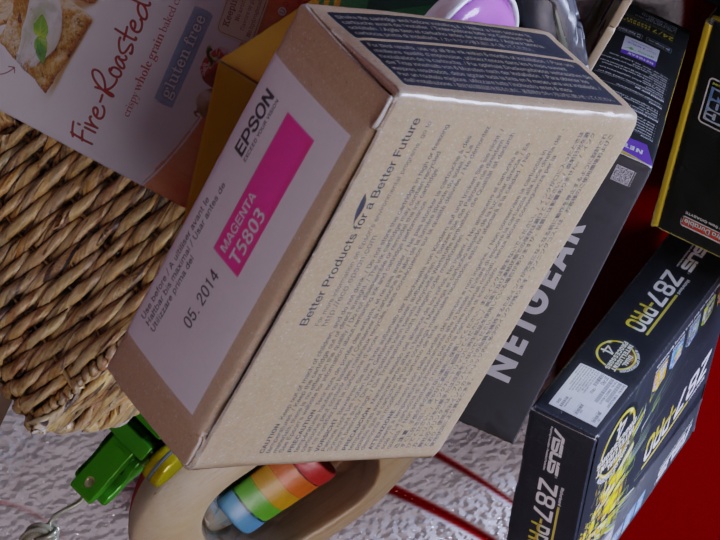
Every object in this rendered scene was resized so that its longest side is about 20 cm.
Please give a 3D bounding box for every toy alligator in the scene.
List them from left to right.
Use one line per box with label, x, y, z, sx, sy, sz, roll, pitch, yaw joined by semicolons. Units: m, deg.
toy alligator;-0.124;0.093;1.680;0.200;0.059;0.054;-49;170;24

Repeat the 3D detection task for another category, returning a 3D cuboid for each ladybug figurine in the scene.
ladybug figurine;-0.056;0.112;1.764;0.200;0.072;0.136;-32;139;7

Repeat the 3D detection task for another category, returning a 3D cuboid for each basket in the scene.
basket;-0.117;-0.030;1.561;0.200;0.149;0.143;-42;165;18

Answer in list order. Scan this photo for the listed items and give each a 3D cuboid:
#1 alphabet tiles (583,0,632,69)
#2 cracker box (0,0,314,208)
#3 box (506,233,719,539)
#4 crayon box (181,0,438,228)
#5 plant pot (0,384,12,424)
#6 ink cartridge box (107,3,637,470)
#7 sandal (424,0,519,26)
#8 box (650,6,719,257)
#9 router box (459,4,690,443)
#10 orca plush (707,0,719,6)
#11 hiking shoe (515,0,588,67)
alphabet tiles;0.155;-0.184;1.527;0.006;0.167;0.200;28;121;-3
cracker box;-0.124;-0.131;1.427;0.200;0.058;0.134;27;107;8
box;0.151;0.088;1.760;0.200;0.049;0.161;-48;157;-44
crayon box;-0.019;-0.065;1.397;0.200;0.052;0.126;-39;153;-46
plant pot;-0.275;0.086;1.584;0.175;0.200;0.200;-47;132;5
ink cartridge box;0.005;-0.012;1.309;0.165;0.075;0.200;3;126;-46
sandal;0.059;-0.070;1.420;0.082;0.050;0.203;-48;160;-17
box;0.274;-0.052;1.675;0.049;0.200;0.160;-47;157;-44
router box;0.111;-0.029;1.644;0.052;0.157;0.200;24;125;-1
orca plush;0.243;-0.131;1.596;0.200;0.105;0.071;23;85;-4
hiking shoe;0.052;-0.095;1.505;0.100;0.076;0.200;-7;154;-13
